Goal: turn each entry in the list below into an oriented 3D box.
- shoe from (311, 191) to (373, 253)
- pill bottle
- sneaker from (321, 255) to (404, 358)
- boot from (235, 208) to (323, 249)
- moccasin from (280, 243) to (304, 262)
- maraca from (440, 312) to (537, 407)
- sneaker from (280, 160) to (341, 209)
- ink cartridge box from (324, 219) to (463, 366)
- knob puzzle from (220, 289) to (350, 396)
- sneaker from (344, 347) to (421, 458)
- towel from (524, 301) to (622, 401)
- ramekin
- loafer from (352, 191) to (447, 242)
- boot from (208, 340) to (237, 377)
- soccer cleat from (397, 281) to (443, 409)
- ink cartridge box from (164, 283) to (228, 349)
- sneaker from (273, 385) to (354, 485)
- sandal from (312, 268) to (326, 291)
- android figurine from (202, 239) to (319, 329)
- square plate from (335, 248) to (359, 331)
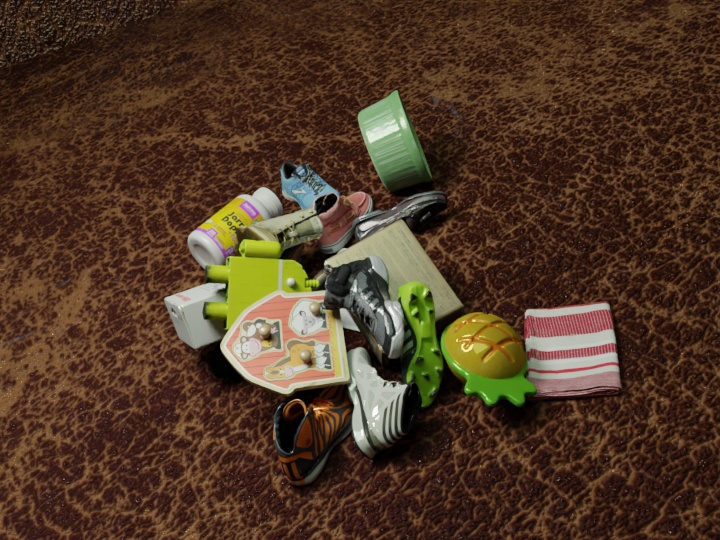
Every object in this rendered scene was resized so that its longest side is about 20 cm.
[{"bbox_3d":[-0.036,-0.126,1.887,0.071,0.092,0.200,3,36,28],"label":"shoe"},{"bbox_3d":[-0.254,-0.087,1.928,0.104,0.105,0.200,20,51,40],"label":"pill bottle"},{"bbox_3d":[-0.001,0.061,1.481,0.113,0.076,0.201,-4,47,-15],"label":"sneaker"},{"bbox_3d":[-0.140,-0.067,1.743,0.153,0.073,0.200,-16,14,-18],"label":"boot"},{"bbox_3d":[-0.179,0.007,1.811,0.073,0.078,0.202,17,44,18],"label":"moccasin"},{"bbox_3d":[0.197,0.140,1.438,0.136,0.108,0.201,-1,35,-11],"label":"maraca"},{"bbox_3d":[-0.116,-0.180,1.998,0.078,0.090,0.199,-37,41,-24],"label":"sneaker"},{"bbox_3d":[0.055,0.037,1.595,0.164,0.075,0.201,-28,67,-12],"label":"ink cartridge box"},{"bbox_3d":[-0.125,0.108,1.486,0.217,0.031,0.221,0,53,0],"label":"knob puzzle"},{"bbox_3d":[0.041,0.188,1.453,0.115,0.076,0.202,-29,43,18],"label":"sneaker"},{"bbox_3d":[0.333,0.123,1.476,0.143,0.023,0.201,-7,38,14],"label":"towel"},{"bbox_3d":[0.070,-0.264,1.942,0.097,0.201,0.201,-21,36,8],"label":"ramekin"},{"bbox_3d":[0.082,-0.094,1.836,0.198,0.072,0.063,-18,56,10],"label":"loafer"},{"bbox_3d":[-0.146,0.150,1.608,0.197,0.074,0.162,-29,36,-22],"label":"boot"},{"bbox_3d":[0.090,0.118,1.484,0.067,0.202,0.081,-2,0,-17],"label":"soccer cleat"},{"bbox_3d":[-0.231,0.060,1.645,0.199,0.084,0.145,-21,11,-20],"label":"ink cartridge box"},{"bbox_3d":[-0.069,0.225,1.443,0.077,0.113,0.201,2,41,25],"label":"sneaker"},{"bbox_3d":[0.000,0.000,1.687,0.199,0.082,0.055,-29,54,-17],"label":"sandal"},{"bbox_3d":[-0.165,0.042,1.570,0.198,0.184,0.041,5,-5,-18],"label":"android figurine"},{"bbox_3d":[-0.008,0.027,1.740,0.197,0.029,0.200,11,45,33],"label":"square plate"}]
